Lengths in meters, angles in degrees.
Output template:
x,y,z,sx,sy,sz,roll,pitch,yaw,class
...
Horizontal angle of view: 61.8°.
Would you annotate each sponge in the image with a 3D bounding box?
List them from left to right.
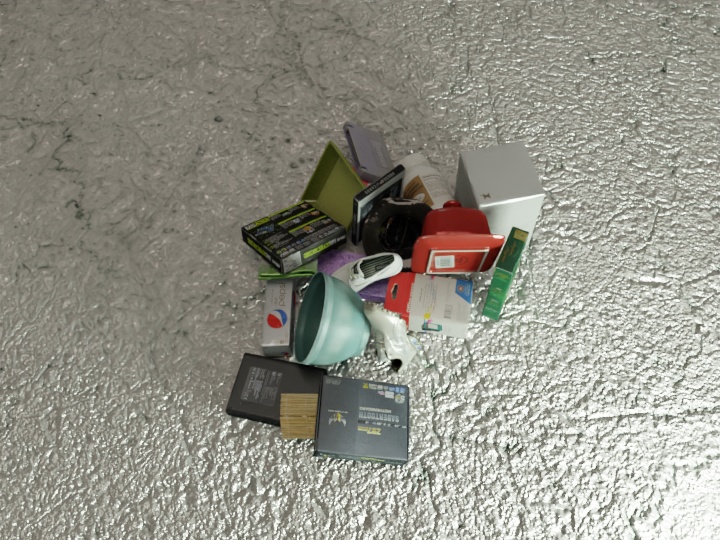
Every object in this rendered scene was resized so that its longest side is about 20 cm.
x,y,z,sx,sy,sz,roll,pitch,yaw,class
-0.024,0.010,1.476,0.194,0.030,0.114,9,59,9,sponge

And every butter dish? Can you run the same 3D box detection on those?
x,y,z,sx,sy,sz,roll,pitch,yaw,class
0.210,-0.086,1.356,0.193,0.201,0.152,-1,69,0,butter dish

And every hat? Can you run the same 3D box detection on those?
x,y,z,sx,sy,sz,roll,pitch,yaw,class
0.099,-0.083,1.464,0.194,0.081,0.207,0,94,-1,hat

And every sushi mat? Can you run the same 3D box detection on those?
x,y,z,sx,sy,sz,roll,pitch,yaw,class
-0.074,0.308,1.273,0.194,0.012,0.098,3,61,-12,sushi mat

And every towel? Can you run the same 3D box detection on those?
x,y,z,sx,sy,sz,roll,pitch,yaw,class
-0.175,-0.047,1.474,0.144,0.031,0.202,-6,33,0,towel

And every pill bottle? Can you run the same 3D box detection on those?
x,y,z,sx,sy,sz,roll,pitch,yaw,class
0.167,-0.198,1.543,0.111,0.115,0.203,-18,58,-8,pill bottle

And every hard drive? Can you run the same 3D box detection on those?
x,y,z,sx,sy,sz,roll,pitch,yaw,class
-0.182,0.267,1.323,0.194,0.033,0.143,10,59,9,hard drive

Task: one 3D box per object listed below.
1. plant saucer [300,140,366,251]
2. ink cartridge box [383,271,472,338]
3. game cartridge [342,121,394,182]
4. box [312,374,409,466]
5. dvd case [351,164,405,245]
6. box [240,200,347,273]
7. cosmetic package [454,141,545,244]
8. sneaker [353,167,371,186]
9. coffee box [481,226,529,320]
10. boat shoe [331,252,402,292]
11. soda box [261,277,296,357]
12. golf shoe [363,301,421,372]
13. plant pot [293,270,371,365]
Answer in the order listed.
x,y,z,sx,sy,sz,roll,pitch,yaw,class
-0.058,-0.188,1.530,0.047,0.202,0.202,-3,48,-42,plant saucer
0.157,0.077,1.400,0.194,0.068,0.119,8,58,9,ink cartridge box
0.028,-0.310,1.628,0.127,0.038,0.204,16,44,-36,game cartridge
0.004,0.311,1.251,0.194,0.051,0.162,9,59,-7,box
0.041,-0.157,1.474,0.149,0.201,0.025,-37,69,-19,dvd case
-0.163,-0.087,1.474,0.197,0.049,0.192,-28,40,-30,box
0.328,-0.171,1.466,0.161,0.202,0.171,-9,58,-3,cosmetic package
0.003,-0.222,1.580,0.085,0.075,0.201,-19,44,-20,sneaker
0.324,0.010,1.354,0.043,0.202,0.125,22,61,15,coffee box
0.000,0.000,1.399,0.196,0.067,0.075,-25,69,9,boat shoe
-0.189,0.098,1.411,0.066,0.064,0.205,-2,57,2,soda box
0.060,0.148,1.296,0.077,0.200,0.099,13,64,47,golf shoe
-0.055,0.118,1.332,0.131,0.201,0.205,16,56,-19,plant pot
